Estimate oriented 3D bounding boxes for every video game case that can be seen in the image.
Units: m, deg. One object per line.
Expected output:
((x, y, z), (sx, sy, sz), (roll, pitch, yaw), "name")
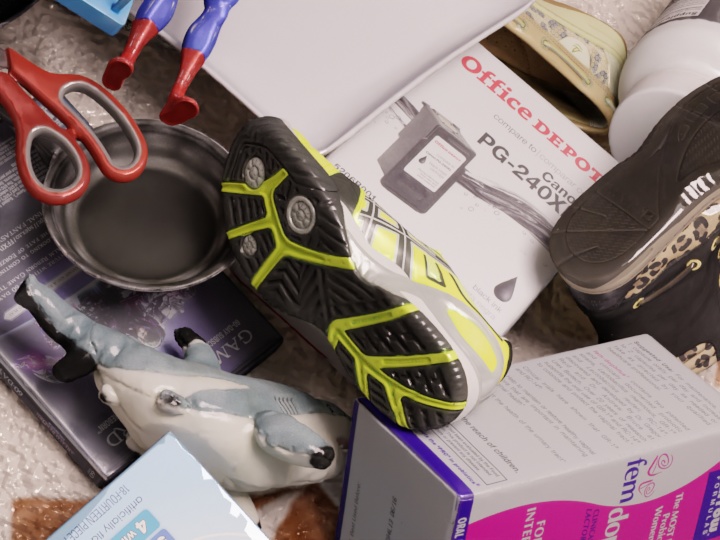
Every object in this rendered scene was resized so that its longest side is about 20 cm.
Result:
((-0.157, 0.005, 1.123), (0.200, 0.019, 0.143), (48, 55, 6), "video game case")

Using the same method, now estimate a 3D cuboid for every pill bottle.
((0.231, -0.126, 1.300), (0.111, 0.111, 0.200), (39, 44, 1), "pill bottle")

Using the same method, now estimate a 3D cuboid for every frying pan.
((-0.153, -0.043, 1.113), (0.189, 0.031, 0.115), (15, 54, 0), "frying pan")

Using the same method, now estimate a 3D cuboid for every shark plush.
((-0.097, 0.067, 1.084), (0.199, 0.091, 0.083), (22, 43, -6), "shark plush")

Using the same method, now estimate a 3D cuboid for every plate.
((-0.030, -0.163, 1.201), (0.200, 0.032, 0.199), (39, 57, 22), "plate")

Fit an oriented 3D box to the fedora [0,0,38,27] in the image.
((-0.258, -0.225, 1.140), (0.200, 0.092, 0.201), (3, 62, -5), "fedora")

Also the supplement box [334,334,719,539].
((0.100, 0.116, 1.100), (0.199, 0.102, 0.103), (-12, 34, -31), "supplement box")

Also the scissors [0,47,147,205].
((-0.196, -0.118, 1.103), (0.073, 0.014, 0.200), (-36, 80, -25), "scissors")

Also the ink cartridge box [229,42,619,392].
((0.045, -0.028, 1.192), (0.145, 0.083, 0.200), (41, 55, 4), "ink cartridge box")

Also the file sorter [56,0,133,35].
((-0.165, -0.251, 1.063), (0.200, 0.123, 0.139), (32, 49, -23), "file sorter")

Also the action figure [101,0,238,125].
((-0.067, -0.185, 1.120), (0.065, 0.099, 0.200), (31, 60, -18), "action figure")

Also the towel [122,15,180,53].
((-0.139, -0.231, 1.257), (0.199, 0.035, 0.193), (21, 56, -11), "towel")

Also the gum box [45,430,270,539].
((-0.090, 0.209, 0.992), (0.170, 0.045, 0.200), (-41, 84, -20), "gum box")

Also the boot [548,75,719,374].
((0.203, -0.021, 1.192), (0.200, 0.151, 0.073), (-39, 54, -14), "boot")

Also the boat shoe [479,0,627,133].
((0.081, -0.148, 1.285), (0.199, 0.073, 0.063), (18, 53, -15), "boat shoe")

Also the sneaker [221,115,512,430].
((0.000, 0.000, 1.078), (0.076, 0.075, 0.200), (-15, 63, -53), "sneaker")
